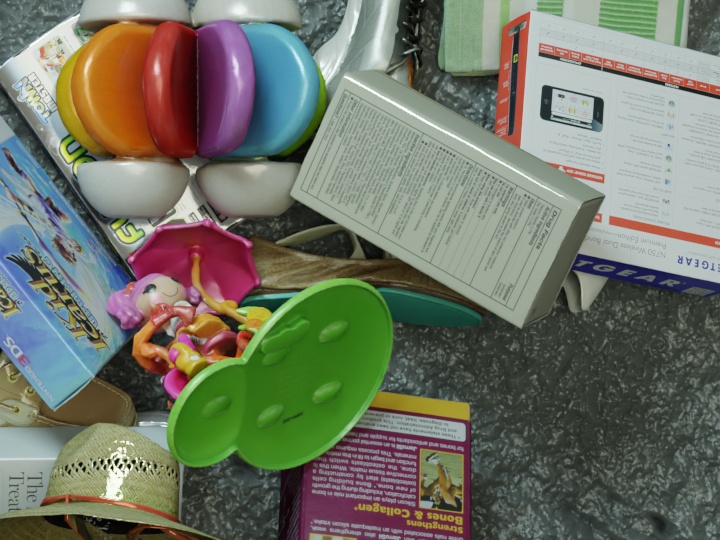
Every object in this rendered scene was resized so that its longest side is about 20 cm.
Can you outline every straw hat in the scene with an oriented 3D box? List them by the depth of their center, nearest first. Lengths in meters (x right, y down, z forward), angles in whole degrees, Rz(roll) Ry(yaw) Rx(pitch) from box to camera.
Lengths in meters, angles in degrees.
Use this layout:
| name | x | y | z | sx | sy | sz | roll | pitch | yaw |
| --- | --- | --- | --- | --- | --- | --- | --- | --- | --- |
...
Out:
| name | x | y | z | sx | sy | sz | roll | pitch | yaw |
| --- | --- | --- | --- | --- | --- | --- | --- | --- | --- |
| straw hat | -0.168 | 0.151 | 1.591 | 0.199 | 0.201 | 0.086 | 8 | 71 | -9 |

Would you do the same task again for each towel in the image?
| name | x | y | z | sx | sy | sz | roll | pitch | yaw |
| --- | --- | --- | --- | --- | --- | --- | --- | --- | --- |
| towel | 0.159 | -0.221 | 1.783 | 0.198 | 0.023 | 0.154 | -5 | 127 | -9 |

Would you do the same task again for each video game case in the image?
| name | x | y | z | sx | sy | sz | roll | pitch | yaw |
| --- | --- | --- | --- | --- | --- | --- | --- | --- | --- |
| video game case | -0.242 | -0.014 | 1.668 | 0.045 | 0.181 | 0.200 | -37 | 96 | 16 |

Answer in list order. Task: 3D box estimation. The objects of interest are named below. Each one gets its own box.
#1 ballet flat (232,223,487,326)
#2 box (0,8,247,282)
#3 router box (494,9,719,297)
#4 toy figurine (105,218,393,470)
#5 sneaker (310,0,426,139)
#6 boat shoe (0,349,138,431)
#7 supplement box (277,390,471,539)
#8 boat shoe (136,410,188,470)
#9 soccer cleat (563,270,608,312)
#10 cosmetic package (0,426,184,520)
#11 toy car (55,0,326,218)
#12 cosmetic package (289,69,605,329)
| name | x | y | z | sx | sy | sz | roll | pitch | yaw |
| --- | --- | --- | --- | --- | --- | --- | --- | --- | --- |
| ballet flat | 0.000 | 0.000 | 1.777 | 0.198 | 0.068 | 0.073 | 3 | 69 | -6 |
| box | -0.177 | -0.097 | 1.755 | 0.110 | 0.035 | 0.201 | -35 | 95 | -8 |
| router box | 0.197 | -0.087 | 1.772 | 0.198 | 0.049 | 0.181 | 12 | 75 | -22 |
| toy figurine | -0.109 | 0.041 | 1.664 | 0.199 | 0.184 | 0.151 | -22 | 132 | -36 |
| sneaker | 0.023 | -0.182 | 1.760 | 0.079 | 0.074 | 0.201 | 25 | 90 | 29 |
| boat shoe | -0.256 | 0.079 | 1.695 | 0.198 | 0.067 | 0.074 | 14 | 42 | 3 |
| supplement box | 0.009 | 0.197 | 1.707 | 0.130 | 0.103 | 0.201 | 9 | 56 | -9 |
| boat shoe | -0.217 | 0.146 | 1.727 | 0.198 | 0.069 | 0.073 | -4 | 90 | -9 |
| soccer cleat | 0.107 | -0.038 | 1.786 | 0.199 | 0.069 | 0.086 | 27 | 75 | -13 |
| cosmetic package | -0.208 | 0.210 | 1.694 | 0.149 | 0.052 | 0.202 | -1 | 117 | -13 |
| toy car | -0.116 | -0.129 | 1.673 | 0.198 | 0.150 | 0.177 | 0 | 86 | -13 |
| cosmetic package | 0.062 | -0.054 | 1.669 | 0.199 | 0.073 | 0.104 | 31 | 106 | 14 |
